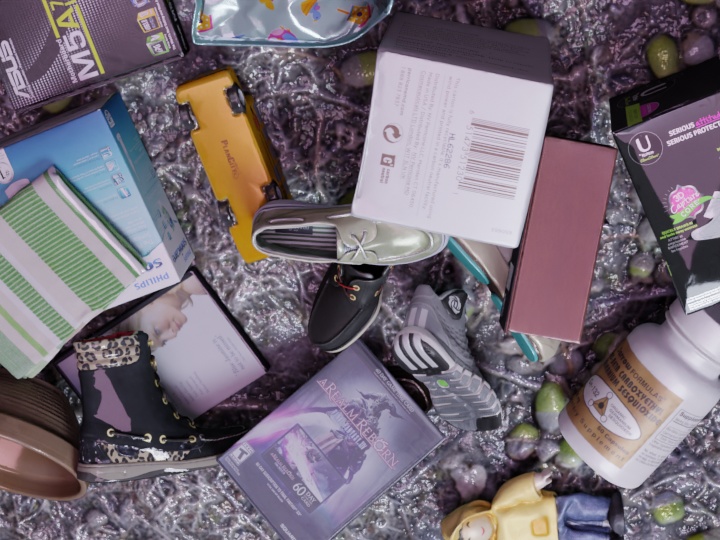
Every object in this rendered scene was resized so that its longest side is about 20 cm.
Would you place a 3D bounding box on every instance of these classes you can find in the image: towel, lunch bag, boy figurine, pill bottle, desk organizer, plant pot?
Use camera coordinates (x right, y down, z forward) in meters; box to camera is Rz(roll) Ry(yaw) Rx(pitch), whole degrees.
[{"bbox_3d":[-0.334,0.005,1.726,0.200,0.023,0.153,-40,99,21],"label":"towel"},{"bbox_3d":[-0.056,-0.288,1.607,0.199,0.170,0.122,-1,116,6],"label":"lunch bag"},{"bbox_3d":[0.188,0.273,1.830,0.199,0.064,0.125,1,111,2],"label":"boy figurine"},{"bbox_3d":[0.308,0.119,1.738,0.114,0.114,0.200,37,108,-7],"label":"pill bottle"},{"bbox_3d":[0.195,-0.033,1.659,0.077,0.072,0.201,10,97,0],"label":"desk organizer"},{"bbox_3d":[-0.378,0.167,1.812,0.200,0.201,0.093,13,65,6],"label":"plant pot"}]

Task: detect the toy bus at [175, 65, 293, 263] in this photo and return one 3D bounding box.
[{"bbox_3d":[-0.122,-0.111,1.722,0.065,0.078,0.200,-18,106,12],"label":"toy bus"}]

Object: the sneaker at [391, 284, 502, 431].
[{"bbox_3d":[0.105,0.082,1.769,0.075,0.116,0.200,-5,145,27],"label":"sneaker"}]

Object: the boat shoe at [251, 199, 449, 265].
[{"bbox_3d":[-0.012,-0.031,1.663,0.199,0.062,0.072,0,118,8],"label":"boat shoe"}]

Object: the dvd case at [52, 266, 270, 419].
[{"bbox_3d":[-0.219,0.103,1.836,0.200,0.018,0.143,-33,103,15],"label":"dvd case"}]

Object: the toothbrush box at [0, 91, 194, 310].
[{"bbox_3d":[-0.283,-0.064,1.750,0.146,0.085,0.200,-21,105,13],"label":"toothbrush box"}]

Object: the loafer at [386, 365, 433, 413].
[{"bbox_3d":[-0.007,0.171,1.809,0.200,0.071,0.073,-28,104,14],"label":"loafer"}]

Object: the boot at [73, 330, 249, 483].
[{"bbox_3d":[-0.211,0.138,1.782,0.203,0.073,0.154,-7,92,-32],"label":"boot"}]

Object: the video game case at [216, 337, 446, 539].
[{"bbox_3d":[-0.031,0.189,1.763,0.200,0.019,0.143,-41,79,-4],"label":"video game case"}]

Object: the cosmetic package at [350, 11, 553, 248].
[{"bbox_3d":[0.090,-0.141,1.626,0.166,0.200,0.168,11,109,2],"label":"cosmetic package"}]

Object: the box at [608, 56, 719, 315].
[{"bbox_3d":[0.336,-0.086,1.647,0.124,0.149,0.200,-21,106,12],"label":"box"}]

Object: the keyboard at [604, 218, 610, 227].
[{"bbox_3d":[0.157,-0.066,1.721,0.199,0.056,0.011,10,105,2],"label":"keyboard"}]

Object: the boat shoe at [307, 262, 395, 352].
[{"bbox_3d":[-0.002,-0.002,1.745,0.074,0.063,0.202,41,109,23],"label":"boat shoe"}]

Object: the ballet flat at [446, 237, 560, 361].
[{"bbox_3d":[0.151,0.004,1.748,0.069,0.069,0.200,-33,104,15],"label":"ballet flat"}]

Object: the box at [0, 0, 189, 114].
[{"bbox_3d":[-0.296,-0.282,1.699,0.193,0.048,0.200,-16,106,8],"label":"box"}]
